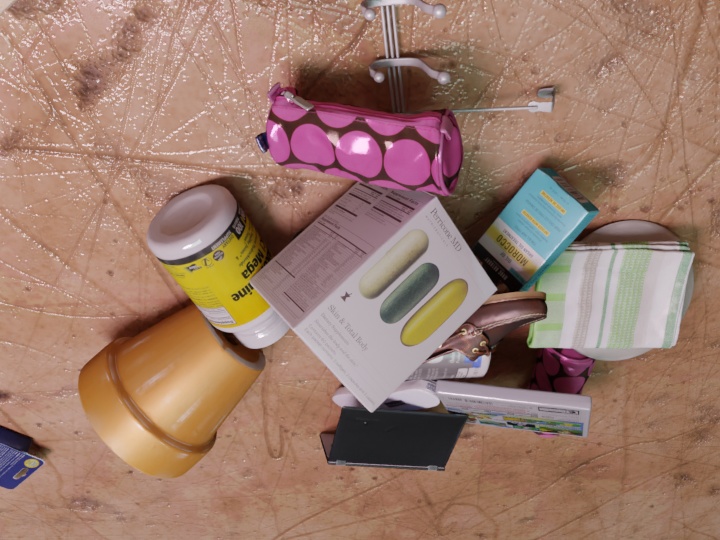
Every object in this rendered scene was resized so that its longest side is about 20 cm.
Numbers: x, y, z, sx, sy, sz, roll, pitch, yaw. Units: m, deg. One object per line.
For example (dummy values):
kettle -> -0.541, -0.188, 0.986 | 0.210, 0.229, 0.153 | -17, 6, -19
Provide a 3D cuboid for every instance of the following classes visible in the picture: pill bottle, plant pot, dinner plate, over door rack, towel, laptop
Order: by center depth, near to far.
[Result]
over door rack -> 0.108, -0.214, 0.716 | 0.200, 0.067, 0.148 | -8, 133, 3
pill bottle -> -0.160, 0.002, 0.860 | 0.112, 0.113, 0.200 | -19, 131, 12
towel -> 0.321, 0.035, 0.905 | 0.200, 0.031, 0.149 | 0, 107, -6
dinner plate -> 0.353, 0.032, 0.935 | 0.200, 0.024, 0.201 | -2, 108, -5
plant pot -> -0.235, 0.140, 0.941 | 0.183, 0.200, 0.200 | -41, 124, 9
pill bottle -> 0.068, 0.092, 0.958 | 0.200, 0.114, 0.114 | 0, 132, -5
laptop -> 0.043, 0.246, 1.103 | 0.187, 0.200, 0.116 | 7, 95, -10

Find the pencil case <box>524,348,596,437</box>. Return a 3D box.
pencil case -> 0.291, 0.163, 1.061 | 0.091, 0.094, 0.200 | -35, 145, -36

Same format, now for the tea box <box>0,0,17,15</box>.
tea box -> -0.268, -0.327, 0.494 | 0.134, 0.200, 0.197 | -29, 129, 20

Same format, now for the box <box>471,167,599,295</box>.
box -> 0.191, -0.024, 0.864 | 0.049, 0.082, 0.200 | -12, 143, -55

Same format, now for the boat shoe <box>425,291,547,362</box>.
boat shoe -> 0.130, 0.074, 0.837 | 0.200, 0.070, 0.070 | -17, 157, 34

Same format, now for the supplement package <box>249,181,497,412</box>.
supplement package -> 0.013, 0.017, 0.801 | 0.200, 0.151, 0.152 | -43, 122, -7

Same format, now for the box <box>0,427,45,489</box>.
box -> -0.624, 0.286, 1.133 | 0.121, 0.032, 0.200 | -38, 123, 27

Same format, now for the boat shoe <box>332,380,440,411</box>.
boat shoe -> 0.042, 0.171, 1.060 | 0.200, 0.068, 0.072 | -20, 130, 43

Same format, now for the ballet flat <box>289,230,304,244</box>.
ballet flat -> 0.000, 0.000, 0.905 | 0.200, 0.057, 0.067 | 15, 127, -22

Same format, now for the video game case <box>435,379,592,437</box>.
video game case -> 0.218, 0.195, 0.987 | 0.200, 0.022, 0.182 | 3, 157, 18

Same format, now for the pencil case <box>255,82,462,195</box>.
pencil case -> 0.003, -0.134, 0.708 | 0.200, 0.091, 0.094 | 11, 138, 17
